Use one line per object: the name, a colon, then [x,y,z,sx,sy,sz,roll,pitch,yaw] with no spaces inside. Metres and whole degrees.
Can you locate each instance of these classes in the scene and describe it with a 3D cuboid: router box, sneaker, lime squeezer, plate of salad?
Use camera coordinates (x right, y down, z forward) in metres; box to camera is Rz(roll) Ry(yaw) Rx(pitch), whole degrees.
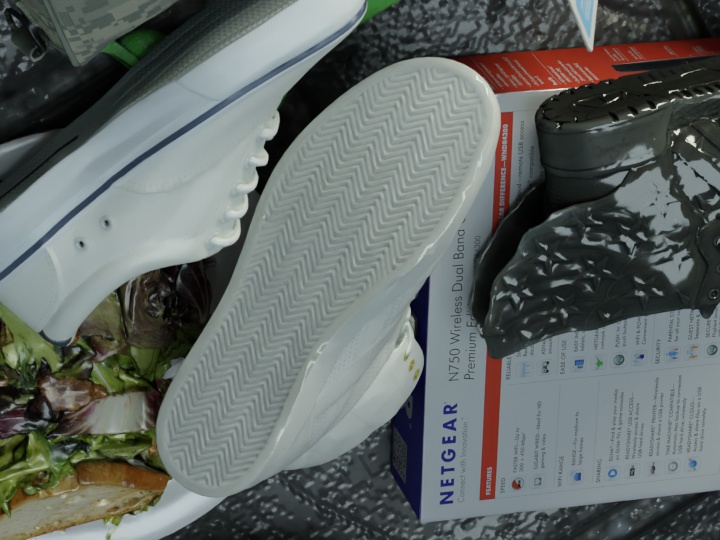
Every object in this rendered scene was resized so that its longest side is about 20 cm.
router box: [0.107,0.003,1.267,0.179,0.049,0.200,-4,115,-15]
sneaker: [-0.067,-0.046,1.139,0.200,0.073,0.071,-36,109,21]
lime squeezer: [-0.067,-0.094,1.177,0.200,0.038,0.071,3,116,-16]
plate of salad: [-0.115,0.037,1.217,0.200,0.048,0.200,-6,115,-13]
sneaker: [0.000,0.000,1.186,0.074,0.116,0.200,40,104,16]
sneaker: [0.140,-0.030,1.203,0.199,0.060,0.104,-11,114,-6]

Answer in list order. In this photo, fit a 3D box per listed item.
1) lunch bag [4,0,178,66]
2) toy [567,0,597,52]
lunch bag: [-0.064,-0.179,1.082,0.200,0.139,0.168,-25,128,-4]
toy: [0.079,-0.196,1.108,0.047,0.115,0.200,-11,132,21]
